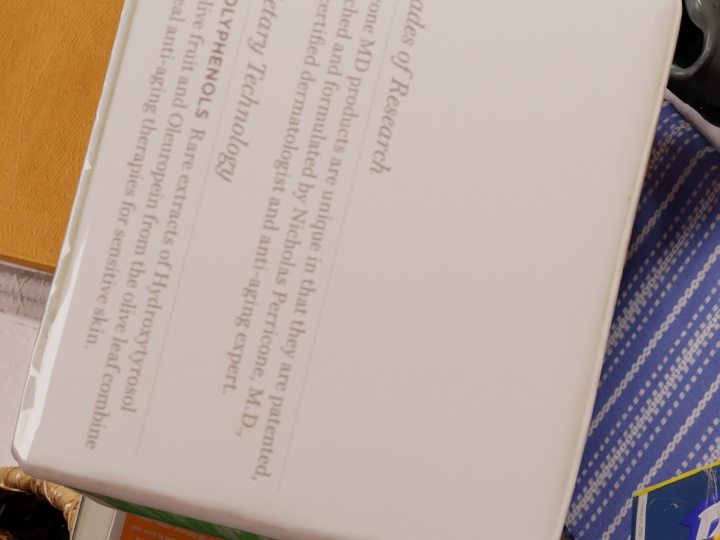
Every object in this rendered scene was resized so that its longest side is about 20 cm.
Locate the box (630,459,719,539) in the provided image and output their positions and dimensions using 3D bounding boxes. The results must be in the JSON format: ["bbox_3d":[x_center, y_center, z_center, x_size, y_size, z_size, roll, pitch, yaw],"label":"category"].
[{"bbox_3d":[0.164,0.080,0.740,0.200,0.064,0.070,-29,46,50],"label":"box"}]

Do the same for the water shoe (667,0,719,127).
[{"bbox_3d":[0.117,-0.121,0.953,0.072,0.079,0.200,-57,29,18],"label":"water shoe"}]

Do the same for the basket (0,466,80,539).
[{"bbox_3d":[-0.179,0.164,1.204,0.143,0.149,0.200,-66,27,3],"label":"basket"}]

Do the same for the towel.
[{"bbox_3d":[0.107,0.028,0.934,0.145,0.024,0.200,-57,31,15],"label":"towel"}]

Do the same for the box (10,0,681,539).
[{"bbox_3d":[0.000,0.000,0.849,0.199,0.171,0.201,80,-157,-81],"label":"box"}]

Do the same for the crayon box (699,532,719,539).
[{"bbox_3d":[0.102,0.171,0.721,0.200,0.058,0.173,-31,73,49],"label":"crayon box"}]

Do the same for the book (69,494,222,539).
[{"bbox_3d":[-0.052,0.129,1.019,0.048,0.133,0.201,-18,54,58],"label":"book"}]
